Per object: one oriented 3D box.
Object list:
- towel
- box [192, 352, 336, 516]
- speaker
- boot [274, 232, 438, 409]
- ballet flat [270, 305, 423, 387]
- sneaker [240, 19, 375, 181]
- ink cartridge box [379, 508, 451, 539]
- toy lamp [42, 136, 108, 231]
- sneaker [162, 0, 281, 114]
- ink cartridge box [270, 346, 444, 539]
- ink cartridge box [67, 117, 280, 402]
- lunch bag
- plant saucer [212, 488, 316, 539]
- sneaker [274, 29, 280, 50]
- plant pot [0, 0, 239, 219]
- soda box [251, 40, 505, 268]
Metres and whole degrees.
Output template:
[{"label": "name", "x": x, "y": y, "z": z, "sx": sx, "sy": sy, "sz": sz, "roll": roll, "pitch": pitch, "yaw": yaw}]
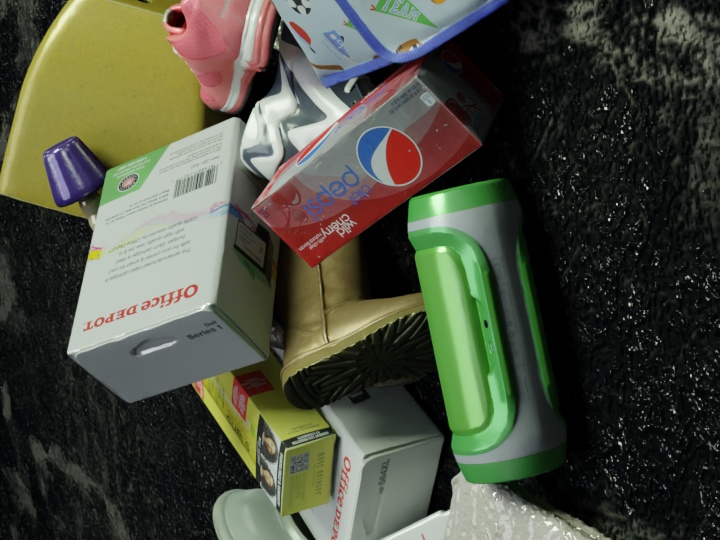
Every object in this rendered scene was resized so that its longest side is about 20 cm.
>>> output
[{"label": "towel", "x": 0.126, "y": 0.230, "z": 0.933, "sx": 0.199, "sy": 0.034, "sz": 0.134, "roll": 24, "pitch": 108, "yaw": 46}, {"label": "box", "x": -0.088, "y": 0.120, "z": 1.158, "sx": 0.200, "sy": 0.050, "sz": 0.076, "roll": 48, "pitch": 140, "yaw": 48}, {"label": "speaker", "x": 0.089, "y": 0.042, "z": 0.932, "sx": 0.088, "sy": 0.088, "sz": 0.203, "roll": -10, "pitch": 92, "yaw": 63}, {"label": "boot", "x": 0.000, "y": 0.000, "z": 1.078, "sx": 0.201, "sy": 0.173, "sz": 0.066, "roll": -99, "pitch": -12, "yaw": -46}, {"label": "ballet flat", "x": -0.023, "y": 0.049, "z": 1.115, "sx": 0.198, "sy": 0.068, "sz": 0.046, "roll": 15, "pitch": 152, "yaw": 37}, {"label": "sneaker", "x": -0.005, "y": -0.152, "z": 1.057, "sx": 0.128, "sy": 0.079, "sz": 0.201, "roll": 22, "pitch": 90, "yaw": 18}, {"label": "ink cartridge box", "x": 0.045, "y": 0.270, "z": 1.061, "sx": 0.117, "sy": 0.198, "sz": 0.067, "roll": 67, "pitch": -168, "yaw": 20}, {"label": "toy lamp", "x": -0.222, "y": -0.023, "z": 1.191, "sx": 0.058, "sy": 0.058, "sz": 0.202, "roll": 7, "pitch": 125, "yaw": 61}, {"label": "sneaker", "x": -0.117, "y": -0.188, "z": 1.068, "sx": 0.200, "sy": 0.086, "sz": 0.075, "roll": 145, "pitch": 142, "yaw": -72}, {"label": "ink cartridge box", "x": -0.018, "y": 0.147, "z": 1.180, "sx": 0.200, "sy": 0.083, "sz": 0.147, "roll": 50, "pitch": 141, "yaw": 43}, {"label": "ink cartridge box", "x": -0.146, "y": -0.008, "z": 1.095, "sx": 0.143, "sy": 0.084, "sz": 0.202, "roll": -19, "pitch": 46, "yaw": 24}, {"label": "lunch bag", "x": 0.003, "y": -0.229, "z": 0.900, "sx": 0.171, "sy": 0.124, "sz": 0.199, "roll": 53, "pitch": 153, "yaw": -18}, {"label": "plant saucer", "x": -0.043, "y": 0.259, "z": 1.212, "sx": 0.050, "sy": 0.199, "sz": 0.200, "roll": -49, "pitch": 47, "yaw": 11}, {"label": "sneaker", "x": -0.053, "y": -0.254, "z": 1.105, "sx": 0.069, "sy": 0.100, "sz": 0.200, "roll": 28, "pitch": 164, "yaw": 14}, {"label": "plant pot", "x": -0.211, "y": -0.174, "z": 1.255, "sx": 0.196, "sy": 0.192, "sz": 0.202, "roll": -76, "pitch": 1, "yaw": -60}, {"label": "soda box", "x": 0.010, "y": -0.083, "z": 0.969, "sx": 0.070, "sy": 0.064, "sz": 0.199, "roll": 43, "pitch": 134, "yaw": -14}]
